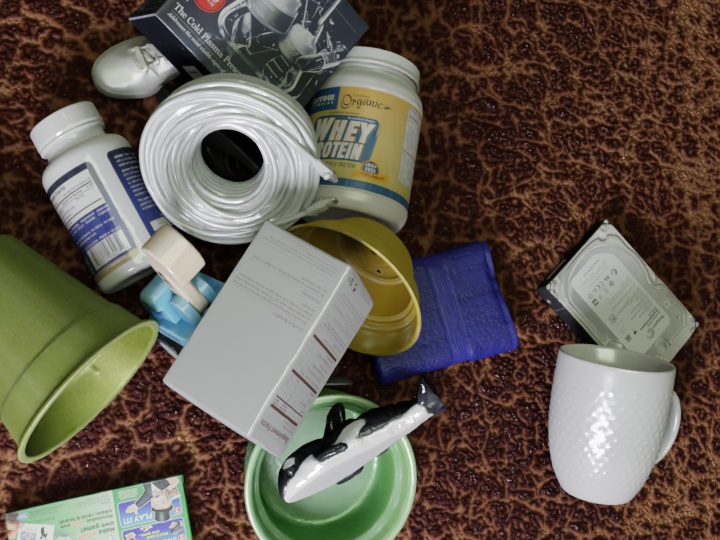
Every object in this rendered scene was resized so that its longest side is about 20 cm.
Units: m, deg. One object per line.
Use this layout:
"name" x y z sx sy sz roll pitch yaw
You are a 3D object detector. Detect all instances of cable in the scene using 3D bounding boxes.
"cable" -0.142 -0.124 1.089 0.198 0.070 0.201 -26 119 18

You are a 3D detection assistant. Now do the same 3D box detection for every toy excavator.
"toy excavator" -0.195 0.024 1.070 0.100 0.194 0.200 -49 125 -16

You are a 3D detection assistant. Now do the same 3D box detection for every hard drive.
"hard drive" 0.352 0.050 1.334 0.140 0.038 0.200 -44 95 -18

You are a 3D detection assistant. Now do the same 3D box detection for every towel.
"towel" 0.092 0.054 1.254 0.198 0.050 0.149 -13 78 -18

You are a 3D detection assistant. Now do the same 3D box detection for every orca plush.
"orca plush" -0.011 0.166 1.048 0.199 0.105 0.071 -39 63 15

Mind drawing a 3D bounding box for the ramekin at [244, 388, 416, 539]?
"ramekin" -0.042 0.233 1.135 0.197 0.098 0.203 -1 95 -14

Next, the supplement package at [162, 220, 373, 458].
"supplement package" -0.092 0.074 1.036 0.116 0.117 0.201 28 78 21

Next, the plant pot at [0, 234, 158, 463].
"plant pot" -0.355 0.068 1.059 0.190 0.200 0.200 41 72 7

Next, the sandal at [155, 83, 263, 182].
"sandal" -0.171 -0.150 1.202 0.200 0.075 0.048 38 106 -6

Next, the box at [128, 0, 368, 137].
"box" -0.126 -0.286 1.131 0.200 0.104 0.183 44 76 -29

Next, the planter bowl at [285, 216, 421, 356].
"planter bowl" 0.000 0.000 1.150 0.200 0.200 0.084 42 53 -6

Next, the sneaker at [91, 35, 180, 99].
"sneaker" -0.228 -0.268 1.186 0.198 0.088 0.076 -20 87 -19

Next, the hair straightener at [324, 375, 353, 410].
"hair straightener" -0.104 0.124 1.185 0.197 0.041 0.078 9 93 -9

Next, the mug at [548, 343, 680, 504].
"mug" 0.332 0.197 1.250 0.198 0.147 0.178 3 98 -30

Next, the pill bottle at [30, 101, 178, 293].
"pill bottle" -0.294 -0.086 1.125 0.110 0.111 0.202 -29 90 -19

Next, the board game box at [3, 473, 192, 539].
"board game box" -0.289 0.317 1.104 0.197 0.029 0.136 -9 84 -18

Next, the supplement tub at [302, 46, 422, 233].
"supplement tub" 0.000 -0.156 1.206 0.143 0.145 0.203 12 78 -14
